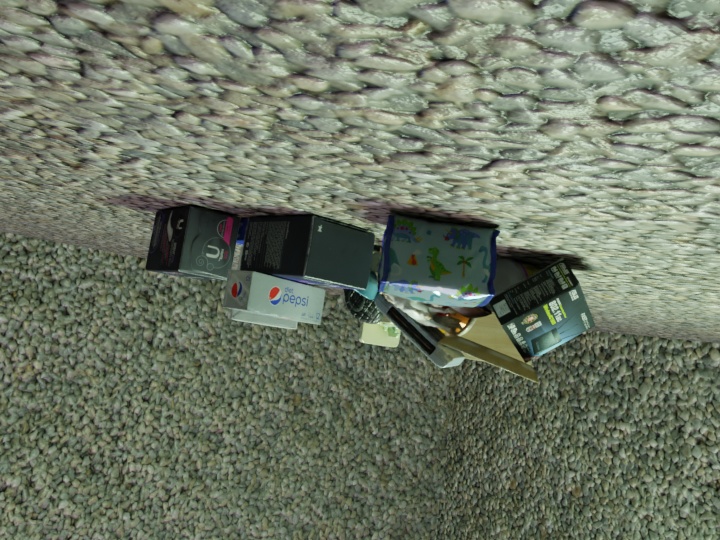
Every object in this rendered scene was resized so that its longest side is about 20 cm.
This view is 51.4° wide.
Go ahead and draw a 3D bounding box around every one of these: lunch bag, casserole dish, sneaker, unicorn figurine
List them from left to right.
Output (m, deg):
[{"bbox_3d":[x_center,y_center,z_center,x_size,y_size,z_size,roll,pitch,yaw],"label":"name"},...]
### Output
[{"bbox_3d":[-0.005,0.030,1.646,0.076,0.201,0.090,-45,157,26],"label":"sneaker"},{"bbox_3d":[0.000,0.000,1.546,0.121,0.039,0.200,40,-169,3],"label":"casserole dish"},{"bbox_3d":[0.107,0.062,1.434,0.137,0.074,0.200,17,151,46],"label":"unicorn figurine"},{"bbox_3d":[0.112,-0.004,1.144,0.168,0.129,0.200,8,166,1],"label":"lunch bag"}]

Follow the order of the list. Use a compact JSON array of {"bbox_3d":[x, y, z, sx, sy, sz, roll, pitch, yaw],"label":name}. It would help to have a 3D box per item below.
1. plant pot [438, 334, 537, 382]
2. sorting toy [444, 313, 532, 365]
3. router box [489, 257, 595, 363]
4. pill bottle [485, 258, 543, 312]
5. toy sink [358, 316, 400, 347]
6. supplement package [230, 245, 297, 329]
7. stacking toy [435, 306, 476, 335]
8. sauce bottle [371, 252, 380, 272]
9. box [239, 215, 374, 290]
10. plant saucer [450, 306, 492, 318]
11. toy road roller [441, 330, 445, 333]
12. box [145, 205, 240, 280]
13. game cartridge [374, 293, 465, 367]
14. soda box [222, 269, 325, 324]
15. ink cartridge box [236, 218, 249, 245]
[{"bbox_3d":[0.245,0.162,1.416,0.198,0.028,0.200,21,177,1],"label":"plant pot"},{"bbox_3d":[0.287,0.093,1.625,0.199,0.201,0.069,5,-170,34],"label":"sorting toy"},{"bbox_3d":[0.328,0.077,1.342,0.149,0.062,0.200,-30,146,9],"label":"router box"},{"bbox_3d":[0.326,0.043,1.446,0.199,0.105,0.104,12,174,-41],"label":"pill bottle"},{"bbox_3d":[0.089,0.088,1.833,0.130,0.202,0.112,13,174,-39],"label":"toy sink"},{"bbox_3d":[-0.202,0.026,1.668,0.146,0.193,0.200,10,175,-7],"label":"supplement package"},{"bbox_3d":[0.137,0.048,1.542,0.198,0.148,0.146,14,173,-23],"label":"stacking toy"},{"bbox_3d":[0.095,0.000,1.581,0.066,0.067,0.199,5,175,40],"label":"sauce bottle"},{"bbox_3d":[-0.096,-0.032,1.330,0.147,0.105,0.199,13,174,-40],"label":"box"},{"bbox_3d":[0.160,0.031,1.417,0.200,0.037,0.200,38,-171,-7],"label":"plant saucer"},{"bbox_3d":[0.234,0.082,1.812,0.122,0.148,0.200,8,175,-4],"label":"toy road roller"},{"bbox_3d":[-0.320,-0.048,1.422,0.105,0.124,0.199,12,175,-32],"label":"box"},{"bbox_3d":[0.123,0.122,1.530,0.200,0.042,0.133,44,-173,20],"label":"game cartridge"},{"bbox_3d":[-0.150,0.049,1.330,0.063,0.069,0.199,4,173,37],"label":"soda box"},{"bbox_3d":[-0.159,-0.060,1.470,0.199,0.045,0.094,13,172,-42],"label":"ink cartridge box"}]
